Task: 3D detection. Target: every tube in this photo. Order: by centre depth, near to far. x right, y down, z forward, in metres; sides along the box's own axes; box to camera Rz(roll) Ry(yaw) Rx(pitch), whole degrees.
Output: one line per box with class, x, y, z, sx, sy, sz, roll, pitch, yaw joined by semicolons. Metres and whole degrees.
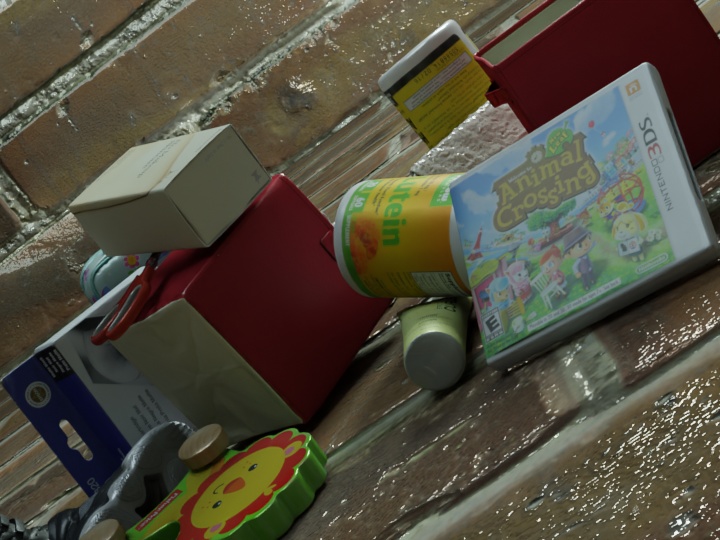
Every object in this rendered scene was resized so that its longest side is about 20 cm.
tube;0.064;0.052;1.161;0.052;0.058;0.200;-63;2;13

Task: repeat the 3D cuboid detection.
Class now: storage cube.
storage cube;0.231;-0.172;1.220;0.200;0.180;0.171;-37;11;6
storage cube;-0.108;0.046;1.316;0.171;0.200;0.180;-22;25;50

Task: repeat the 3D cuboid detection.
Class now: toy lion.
toy lion;-0.125;0.206;1.108;0.200;0.069;0.191;-42;20;-22

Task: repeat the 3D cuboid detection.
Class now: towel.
towel;0.154;-0.112;1.350;0.200;0.132;0.035;-44;-17;-27

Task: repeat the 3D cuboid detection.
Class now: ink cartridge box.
ink cartridge box;-0.235;0.128;1.374;0.200;0.200;0.041;-42;13;-29

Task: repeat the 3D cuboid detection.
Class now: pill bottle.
pill bottle;0.084;-0.032;1.190;0.199;0.111;0.111;-2;32;37
pill bottle;0.121;-0.165;1.455;0.111;0.200;0.111;-40;5;4

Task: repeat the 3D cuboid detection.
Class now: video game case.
video game case;0.165;-0.042;1.029;0.200;0.022;0.183;-31;50;28

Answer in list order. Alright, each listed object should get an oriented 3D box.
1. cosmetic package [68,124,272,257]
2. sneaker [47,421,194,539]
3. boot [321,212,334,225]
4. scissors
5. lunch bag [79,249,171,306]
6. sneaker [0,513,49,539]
cosmetic package;-0.189;-0.074;1.293;0.200;0.073;0.104;-6;37;52
sneaker;-0.239;0.228;1.302;0.114;0.076;0.200;-26;18;36
boot;-0.047;-0.038;1.850;0.095;0.074;0.200;-26;23;23
scissors;-0.202;-0.001;1.280;0.073;0.014;0.200;-31;23;46
lunch bag;-0.204;0.000;1.487;0.200;0.161;0.077;-40;12;-18
sneaker;-0.324;0.269;1.345;0.071;0.099;0.200;-27;14;49
